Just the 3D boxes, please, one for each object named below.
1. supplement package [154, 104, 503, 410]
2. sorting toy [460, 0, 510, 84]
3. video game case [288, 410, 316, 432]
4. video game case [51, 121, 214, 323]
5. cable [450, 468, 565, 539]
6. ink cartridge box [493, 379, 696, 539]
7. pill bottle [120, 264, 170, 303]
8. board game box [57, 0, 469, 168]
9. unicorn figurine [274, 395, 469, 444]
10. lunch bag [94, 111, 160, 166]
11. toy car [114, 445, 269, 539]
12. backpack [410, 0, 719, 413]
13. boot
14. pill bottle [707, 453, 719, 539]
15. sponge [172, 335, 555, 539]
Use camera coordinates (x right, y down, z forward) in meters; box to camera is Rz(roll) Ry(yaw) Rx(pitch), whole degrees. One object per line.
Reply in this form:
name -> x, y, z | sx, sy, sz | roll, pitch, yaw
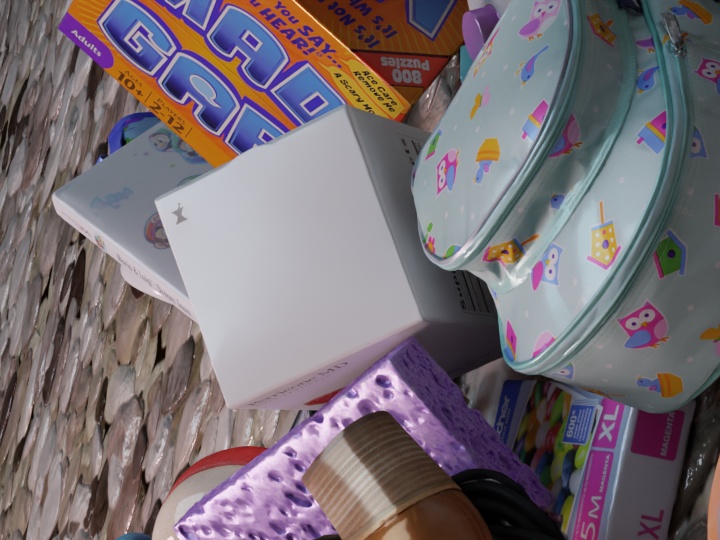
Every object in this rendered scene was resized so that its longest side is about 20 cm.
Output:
supplement package -> 0.000, 0.000, 1.302 | 0.121, 0.200, 0.121 | -24, 77, 20
sorting toy -> 0.109, -0.086, 1.329 | 0.200, 0.106, 0.182 | -168, 72, -72
video game case -> -0.048, 0.212, 1.658 | 0.201, 0.025, 0.181 | -101, 30, -52
video game case -> -0.072, -0.057, 1.591 | 0.182, 0.200, 0.024 | 35, 151, 39
cable -> 0.063, 0.189, 1.184 | 0.163, 0.050, 0.202 | 13, 113, 58
ink cartridge box -> 0.102, 0.118, 1.252 | 0.200, 0.042, 0.120 | 174, 109, -73
pill bottle -> -0.109, -0.075, 1.914 | 0.113, 0.113, 0.201 | -131, 57, -69
board game box -> -0.027, -0.187, 1.491 | 0.200, 0.200, 0.200 | -51, 4, -31
unicorn figurine -> 0.033, 0.043, 1.484 | 0.201, 0.074, 0.137 | -62, 8, -1
lunch bag -> -0.088, -0.048, 1.685 | 0.151, 0.199, 0.094 | -103, 32, -55
toy car -> -0.029, 0.158, 1.432 | 0.184, 0.177, 0.200 | -31, 11, 23
backpack -> 0.118, -0.039, 1.140 | 0.176, 0.152, 0.201 | -56, 30, 26
boot -> 0.005, 0.184, 1.148 | 0.155, 0.073, 0.200 | 53, 135, 24
pill bottle -> 0.202, 0.084, 0.707 | 0.106, 0.199, 0.107 | -166, 90, -72
sponge -> -0.003, 0.126, 1.258 | 0.200, 0.112, 0.030 | -39, 6, 41
